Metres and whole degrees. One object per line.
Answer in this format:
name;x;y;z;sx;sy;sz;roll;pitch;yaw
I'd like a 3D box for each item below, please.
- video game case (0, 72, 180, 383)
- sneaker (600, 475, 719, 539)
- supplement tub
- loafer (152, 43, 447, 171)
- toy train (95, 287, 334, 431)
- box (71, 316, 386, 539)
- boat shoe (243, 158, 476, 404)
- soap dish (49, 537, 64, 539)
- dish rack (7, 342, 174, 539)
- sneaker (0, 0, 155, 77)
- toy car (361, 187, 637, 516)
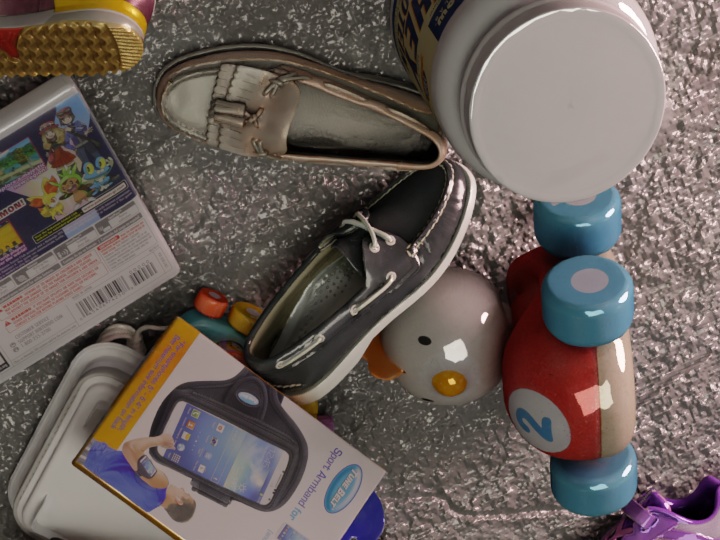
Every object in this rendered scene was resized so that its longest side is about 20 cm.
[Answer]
video game case;-0.237;-0.011;1.384;0.199;0.023;0.183;-31;134;-5
sneaker;0.208;0.212;1.596;0.198;0.081;0.089;-19;110;-8
supplement tub;0.104;-0.138;1.338;0.143;0.200;0.146;-4;115;-10
loafer;-0.036;-0.103;1.401;0.198;0.063;0.073;7;112;-15
toy train;-0.099;0.114;1.493;0.149;0.056;0.201;-26;117;1
box;-0.078;0.138;1.413;0.199;0.041;0.120;36;78;-2
boat shoe;0.000;0.000;1.432;0.201;0.075;0.060;-54;137;-3
soap dish;-0.163;0.277;1.486;0.156;0.082;0.201;11;141;16
dish rack;-0.138;0.160;1.473;0.199;0.044;0.172;28;116;-6
sneaker;-0.223;-0.175;1.332;0.198;0.091;0.075;5;152;9
toy car;0.085;0.056;1.453;0.198;0.178;0.186;-4;128;4
